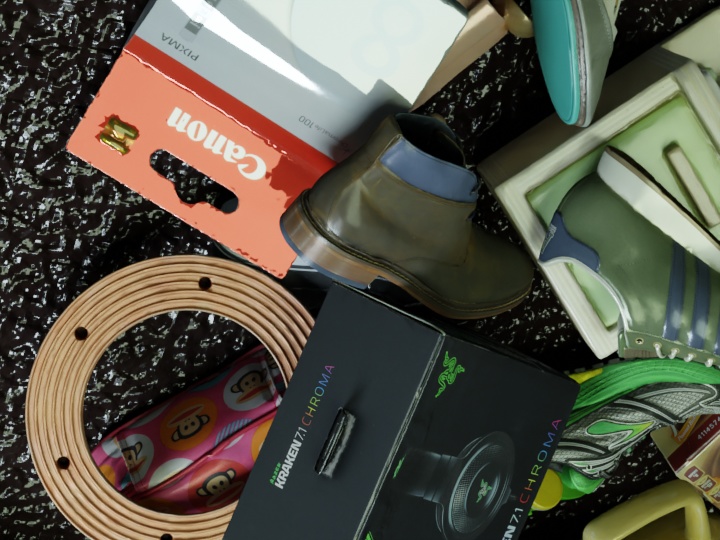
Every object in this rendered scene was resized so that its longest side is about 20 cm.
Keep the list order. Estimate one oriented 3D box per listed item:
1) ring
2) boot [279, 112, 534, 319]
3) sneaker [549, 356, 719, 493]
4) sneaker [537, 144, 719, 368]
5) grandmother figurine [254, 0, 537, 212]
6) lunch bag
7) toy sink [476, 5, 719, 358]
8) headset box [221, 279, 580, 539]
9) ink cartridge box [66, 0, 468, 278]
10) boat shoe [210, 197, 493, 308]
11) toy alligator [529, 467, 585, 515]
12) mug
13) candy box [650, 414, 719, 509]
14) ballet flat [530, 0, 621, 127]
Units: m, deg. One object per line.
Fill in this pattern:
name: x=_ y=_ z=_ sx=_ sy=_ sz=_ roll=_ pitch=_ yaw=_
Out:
ring: x=-0.109 y=0.088 z=1.286 sx=0.198 sy=0.019 sz=0.203 roll=-1 pitch=101 yaw=-7
boot: x=0.055 y=-0.031 z=1.222 sx=0.199 sy=0.075 sz=0.097 roll=11 pitch=130 yaw=-44
sneaker: x=0.169 y=0.108 z=1.426 sx=0.198 sy=0.078 sz=0.086 roll=-12 pitch=81 yaw=-6
sneaker: x=0.191 y=0.024 z=1.226 sx=0.200 sy=0.067 sz=0.090 roll=43 pitch=100 yaw=-3
grandmother figurine: x=0.009 y=-0.111 z=1.259 sx=0.200 sy=0.061 sz=0.121 roll=-42 pitch=116 yaw=6
lunch bag: x=-0.067 y=0.150 z=1.385 sx=0.199 sy=0.082 sz=0.177 roll=-31 pitch=130 yaw=3
toy sink: x=0.193 y=-0.059 z=1.296 sx=0.199 sy=0.112 sz=0.131 roll=-32 pitch=101 yaw=2
headset box: x=0.026 y=0.115 z=1.267 sx=0.200 sy=0.092 sz=0.175 roll=23 pitch=91 yaw=-56
ink cartridge box: x=-0.057 y=-0.111 z=1.200 sx=0.159 sy=0.047 sz=0.201 roll=31 pitch=100 yaw=-13
boat shoe: x=0.000 y=0.002 z=1.317 sx=0.197 sy=0.074 sz=0.069 roll=2 pitch=126 yaw=-19
toy alligator: x=0.073 y=0.158 z=1.446 sx=0.198 sy=0.059 sz=0.055 roll=-16 pitch=84 yaw=-23
mug: x=0.218 y=0.244 z=1.497 sx=0.152 sy=0.150 sz=0.187 roll=-24 pitch=168 yaw=-14
candy box: x=0.322 y=0.143 z=1.531 sx=0.115 sy=0.055 sz=0.200 roll=-45 pitch=124 yaw=13
ballet flat: x=0.126 y=-0.187 z=1.218 sx=0.063 sy=0.067 sz=0.202 roll=-20 pitch=103 yaw=-13
